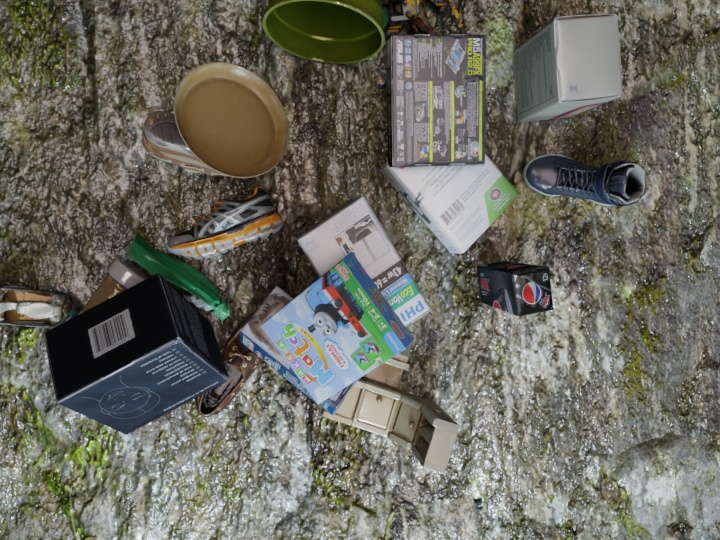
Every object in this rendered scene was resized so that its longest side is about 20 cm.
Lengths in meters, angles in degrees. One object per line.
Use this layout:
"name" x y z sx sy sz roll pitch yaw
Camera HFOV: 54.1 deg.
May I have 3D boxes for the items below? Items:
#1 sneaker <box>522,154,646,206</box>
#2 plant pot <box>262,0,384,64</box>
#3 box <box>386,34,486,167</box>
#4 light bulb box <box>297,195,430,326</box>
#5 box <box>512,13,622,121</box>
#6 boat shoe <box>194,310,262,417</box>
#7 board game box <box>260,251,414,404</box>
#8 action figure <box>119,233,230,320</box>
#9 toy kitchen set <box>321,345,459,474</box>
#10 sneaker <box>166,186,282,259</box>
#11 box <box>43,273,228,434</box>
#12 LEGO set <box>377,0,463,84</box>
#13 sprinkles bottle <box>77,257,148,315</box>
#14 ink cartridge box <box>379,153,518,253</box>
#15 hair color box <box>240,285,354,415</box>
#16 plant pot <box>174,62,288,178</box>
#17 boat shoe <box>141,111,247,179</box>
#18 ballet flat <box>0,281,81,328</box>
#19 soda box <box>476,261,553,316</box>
"sneaker" 0.393 -0.159 1.219 0.196 0.146 0.079 10 94 -6
"plant pot" -0.047 -0.470 1.133 0.194 0.200 0.199 8 80 -8
"box" 0.121 -0.270 1.131 0.155 0.044 0.206 -3 100 -9
"light bulb box" 0.000 0.000 1.139 0.123 0.198 0.203 -31 95 -1
"box" 0.338 -0.331 1.173 0.106 0.200 0.132 -6 94 -6
"boat shoe" -0.210 0.159 1.193 0.069 0.070 0.203 31 87 -4
"board game box" -0.038 0.090 1.032 0.199 0.037 0.153 -37 91 36
"action figure" -0.298 0.019 1.166 0.198 0.119 0.055 36 102 -17
"toy kitchen set" 0.055 0.204 1.175 0.195 0.180 0.168 18 90 -7
"sneaker" -0.231 -0.076 1.181 0.195 0.078 0.079 -19 82 -10
"box" -0.338 0.135 1.088 0.196 0.198 0.126 -27 60 -1
"LEGO set" 0.103 -0.395 1.179 0.149 0.116 0.207 1 93 -7
"sprinkles bottle" -0.428 0.080 1.160 0.068 0.068 0.202 34 89 -8
"ink cartridge box" 0.150 -0.154 1.216 0.145 0.084 0.201 -43 98 -4
"hair color box" -0.092 0.131 1.154 0.198 0.061 0.101 37 66 5
"plant pot" -0.211 -0.242 1.154 0.195 0.027 0.206 11 67 -28
"boat shoe" -0.266 -0.198 1.168 0.196 0.072 0.078 21 56 -24
"ballet flat" -0.558 0.057 1.141 0.194 0.072 0.074 4 93 -7
"soda box" 0.254 0.027 1.181 0.061 0.200 0.073 -8 94 -6
